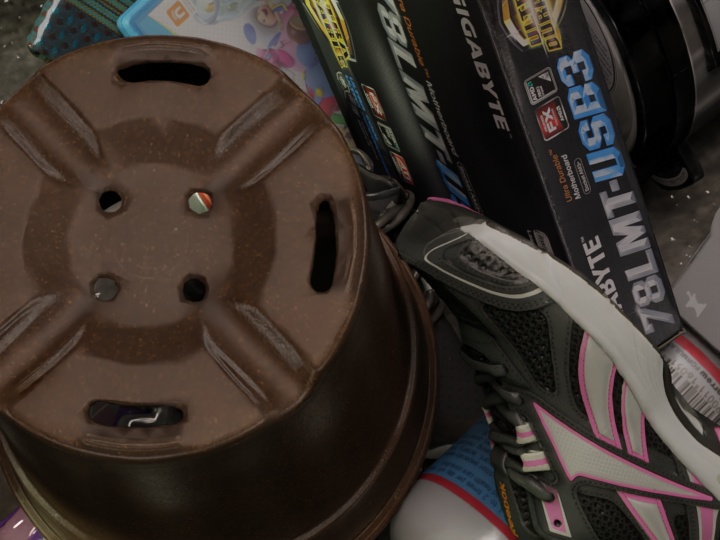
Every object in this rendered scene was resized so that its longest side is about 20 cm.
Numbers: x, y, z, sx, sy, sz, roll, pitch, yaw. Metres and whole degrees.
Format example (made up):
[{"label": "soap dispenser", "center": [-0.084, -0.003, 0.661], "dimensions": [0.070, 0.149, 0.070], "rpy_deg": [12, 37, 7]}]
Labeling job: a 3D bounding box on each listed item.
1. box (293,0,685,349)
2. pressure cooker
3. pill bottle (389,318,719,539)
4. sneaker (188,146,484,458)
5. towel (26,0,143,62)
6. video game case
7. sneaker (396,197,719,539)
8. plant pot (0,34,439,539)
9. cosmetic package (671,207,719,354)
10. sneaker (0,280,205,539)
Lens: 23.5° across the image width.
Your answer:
[{"label": "box", "center": [0.045, -0.071, 0.762], "dimensions": [0.049, 0.201, 0.198], "rpy_deg": [-31, 28, -14]}, {"label": "pressure cooker", "center": [0.130, -0.145, 0.856], "dimensions": [0.199, 0.179, 0.176], "rpy_deg": [-35, 53, -15]}, {"label": "pill bottle", "center": [0.084, 0.110, 0.764], "dimensions": [0.200, 0.109, 0.109], "rpy_deg": [-41, 70, -17]}, {"label": "sneaker", "center": [0.000, 0.000, 0.808], "dimensions": [0.200, 0.082, 0.077], "rpy_deg": [48, 42, 0]}, {"label": "towel", "center": [-0.069, -0.163, 0.879], "dimensions": [0.022, 0.146, 0.201], "rpy_deg": [12, 72, 54]}, {"label": "video game case", "center": [-0.011, -0.135, 0.889], "dimensions": [0.200, 0.018, 0.143], "rpy_deg": [-46, 114, -19]}, {"label": "sneaker", "center": [0.080, 0.061, 0.663], "dimensions": [0.086, 0.080, 0.200], "rpy_deg": [-46, 106, -4]}, {"label": "plant pot", "center": [-0.069, 0.018, 0.667], "dimensions": [0.198, 0.198, 0.202], "rpy_deg": [-1, 72, 2]}, {"label": "cosmetic package", "center": [0.232, -0.018, 0.774], "dimensions": [0.090, 0.107, 0.199], "rpy_deg": [42, 35, 19]}, {"label": "sneaker", "center": [-0.115, 0.064, 0.814], "dimensions": [0.088, 0.081, 0.202], "rpy_deg": [2, 60, 20]}]
